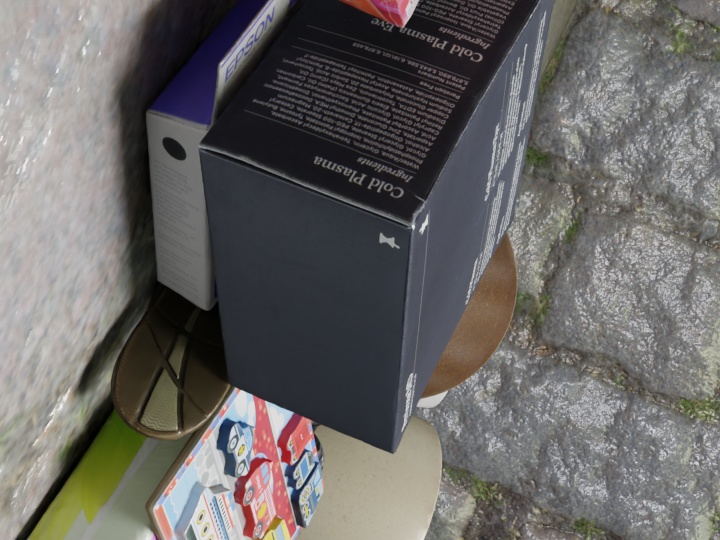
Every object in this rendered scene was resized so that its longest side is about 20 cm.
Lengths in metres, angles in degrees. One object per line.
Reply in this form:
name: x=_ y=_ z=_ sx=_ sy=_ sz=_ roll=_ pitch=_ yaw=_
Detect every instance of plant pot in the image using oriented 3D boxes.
plant pot: x=0.000 y=0.000 z=0.864 sx=0.187 sy=0.187 sz=0.200 roll=-65 pitch=159 yaw=3

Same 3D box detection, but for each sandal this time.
sandal: x=-0.080 y=0.023 z=0.706 sx=0.200 sy=0.082 sz=0.055 roll=-60 pitch=-172 yaw=-35

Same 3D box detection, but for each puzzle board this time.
puzzle board: x=-0.068 y=0.144 z=0.761 sx=0.151 sy=0.017 sz=0.200 roll=-58 pitch=154 yaw=-35

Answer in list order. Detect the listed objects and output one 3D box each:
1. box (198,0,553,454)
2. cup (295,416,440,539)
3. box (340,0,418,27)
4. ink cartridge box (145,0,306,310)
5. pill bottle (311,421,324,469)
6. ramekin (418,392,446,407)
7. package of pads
box: x=0.012 y=-0.042 z=0.615 sx=0.200 sy=0.104 sz=0.182 roll=92 pitch=23 yaw=-53
cup: x=-0.046 y=0.192 z=1.041 sx=0.200 sy=0.143 sz=0.200 roll=-51 pitch=-159 yaw=29
box: x=0.014 y=-0.216 z=0.484 sx=0.200 sy=0.100 sz=0.095 roll=-64 pitch=172 yaw=-2
ink cartridge box: x=-0.045 y=-0.109 z=0.631 sx=0.198 sy=0.043 sz=0.200 roll=-59 pitch=171 yaw=-33
pill bottle: x=-0.095 y=0.163 z=0.904 sx=0.200 sy=0.112 sz=0.112 roll=-66 pitch=172 yaw=12
ramekin: x=0.026 y=0.016 z=1.061 sx=0.200 sy=0.105 sz=0.200 roll=-171 pitch=-90 yaw=-80
package of pads: x=-0.153 y=0.178 z=0.731 sx=0.200 sy=0.068 sz=0.155 roll=-59 pitch=170 yaw=-32
